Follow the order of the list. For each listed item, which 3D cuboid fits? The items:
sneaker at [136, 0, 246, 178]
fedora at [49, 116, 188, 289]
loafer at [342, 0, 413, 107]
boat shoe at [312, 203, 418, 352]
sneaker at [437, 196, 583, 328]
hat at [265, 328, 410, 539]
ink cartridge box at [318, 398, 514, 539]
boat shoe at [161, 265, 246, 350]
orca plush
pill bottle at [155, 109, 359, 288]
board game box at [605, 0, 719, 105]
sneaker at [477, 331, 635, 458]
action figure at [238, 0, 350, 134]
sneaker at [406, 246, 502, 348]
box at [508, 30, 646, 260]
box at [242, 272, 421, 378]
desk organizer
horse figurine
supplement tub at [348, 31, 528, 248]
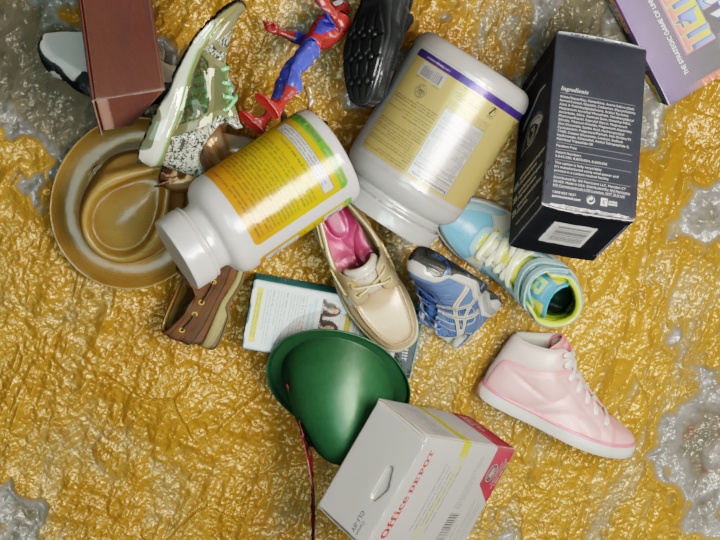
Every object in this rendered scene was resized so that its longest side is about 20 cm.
[{"bbox_3d":[-0.156,-0.184,1.580,0.088,0.077,0.201,26,103,-11],"label":"sneaker"},{"bbox_3d":[-0.253,-0.071,1.683,0.198,0.082,0.203,-1,101,-4],"label":"fedora"},{"bbox_3d":[0.029,-0.271,1.649,0.070,0.068,0.203,19,76,-44],"label":"loafer"},{"bbox_3d":[0.000,0.000,1.677,0.073,0.069,0.201,-31,87,-2],"label":"boat shoe"},{"bbox_3d":[0.172,-0.010,1.697,0.199,0.131,0.080,33,99,-9],"label":"sneaker"},{"bbox_3d":[-0.032,0.194,1.674,0.164,0.177,0.201,-16,129,26],"label":"hat"},{"bbox_3d":[0.065,0.233,1.702,0.083,0.199,0.146,35,100,34],"label":"ink cartridge box"},{"bbox_3d":[-0.169,0.000,1.681,0.067,0.072,0.202,7,121,-24],"label":"boat shoe"},{"bbox_3d":[-0.257,-0.213,1.682,0.198,0.071,0.106,-1,56,-13],"label":"orca plush"},{"bbox_3d":[-0.110,-0.070,1.578,0.199,0.111,0.112,-34,101,-13],"label":"pill bottle"},{"bbox_3d":[0.363,-0.312,1.690,0.164,0.057,0.201,-30,101,1],"label":"board game box"},{"bbox_3d":[0.244,0.138,1.757,0.199,0.075,0.105,25,104,-3],"label":"sneaker"},{"bbox_3d":[-0.079,-0.248,1.631,0.099,0.065,0.200,45,52,-10],"label":"action figure"},{"bbox_3d":[0.097,0.034,1.673,0.075,0.200,0.077,35,89,31],"label":"sneaker"},{"bbox_3d":[0.232,-0.131,1.633,0.103,0.148,0.202,9,74,-6],"label":"box"},{"bbox_3d":[-0.032,0.062,1.739,0.198,0.049,0.083,11,100,-5],"label":"box"},{"bbox_3d":[-0.254,-0.254,1.607,0.076,0.072,0.202,-9,68,-6],"label":"desk organizer"},{"bbox_3d":[-0.120,-0.143,1.655,0.198,0.050,0.134,6,93,-28],"label":"horse figurine"},{"bbox_3d":[0.076,-0.141,1.659,0.145,0.145,0.201,31,98,-9],"label":"supplement tub"}]
